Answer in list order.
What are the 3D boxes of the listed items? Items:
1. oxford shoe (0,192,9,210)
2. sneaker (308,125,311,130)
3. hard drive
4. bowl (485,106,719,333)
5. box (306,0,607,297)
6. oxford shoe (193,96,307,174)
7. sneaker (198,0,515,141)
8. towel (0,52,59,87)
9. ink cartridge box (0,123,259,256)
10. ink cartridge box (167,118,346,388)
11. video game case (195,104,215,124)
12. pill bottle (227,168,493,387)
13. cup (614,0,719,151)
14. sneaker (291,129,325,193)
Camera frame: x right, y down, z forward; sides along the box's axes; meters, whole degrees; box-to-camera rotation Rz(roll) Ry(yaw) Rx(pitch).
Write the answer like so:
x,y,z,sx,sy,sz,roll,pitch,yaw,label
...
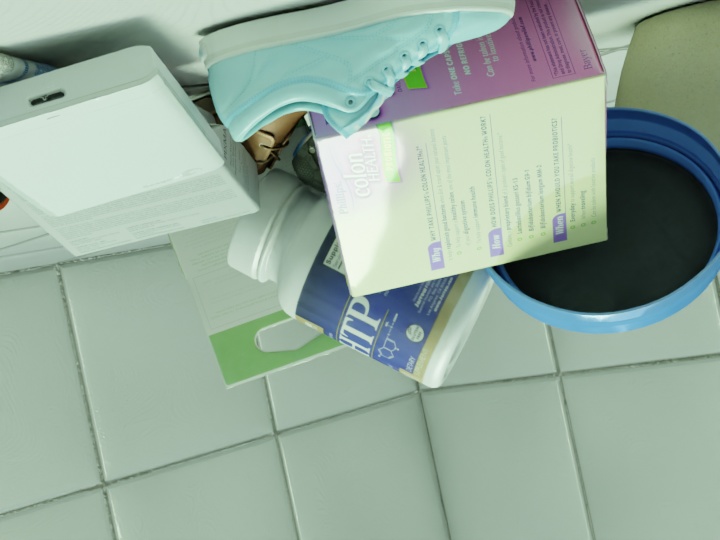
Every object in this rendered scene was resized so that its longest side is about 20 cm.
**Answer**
x,y,z,sx,sy,sz,roll,pitch,yaw,label
-0.349,-0.058,1.150,0.072,0.072,0.200,-7,-178,19,oxford shoe
-0.013,-0.114,1.344,0.082,0.074,0.200,-33,179,4,sneaker
-0.169,-0.083,0.950,0.131,0.026,0.200,-16,168,3,hard drive
0.187,-0.038,1.147,0.200,0.201,0.039,-12,142,8,bowl
0.069,-0.090,1.073,0.199,0.097,0.176,-13,141,0,box
-0.072,-0.116,1.190,0.071,0.072,0.200,-9,176,-36,oxford shoe
0.003,-0.126,0.935,0.199,0.082,0.074,-12,-179,7,sneaker
-0.261,-0.100,0.892,0.146,0.024,0.200,-13,179,11,towel
-0.180,-0.082,1.106,0.162,0.057,0.200,-13,152,11,ink cartridge box
-0.084,-0.017,1.300,0.145,0.201,0.048,-19,-172,3,ink cartridge box
-0.218,-0.101,1.109,0.181,0.024,0.200,-12,175,9,video game case
0.000,0.000,1.213,0.199,0.120,0.120,26,-174,8,pill bottle
0.308,-0.159,1.326,0.199,0.144,0.200,-12,180,0,cup
0.026,-0.119,1.220,0.200,0.079,0.090,-30,-162,-25,sneaker
